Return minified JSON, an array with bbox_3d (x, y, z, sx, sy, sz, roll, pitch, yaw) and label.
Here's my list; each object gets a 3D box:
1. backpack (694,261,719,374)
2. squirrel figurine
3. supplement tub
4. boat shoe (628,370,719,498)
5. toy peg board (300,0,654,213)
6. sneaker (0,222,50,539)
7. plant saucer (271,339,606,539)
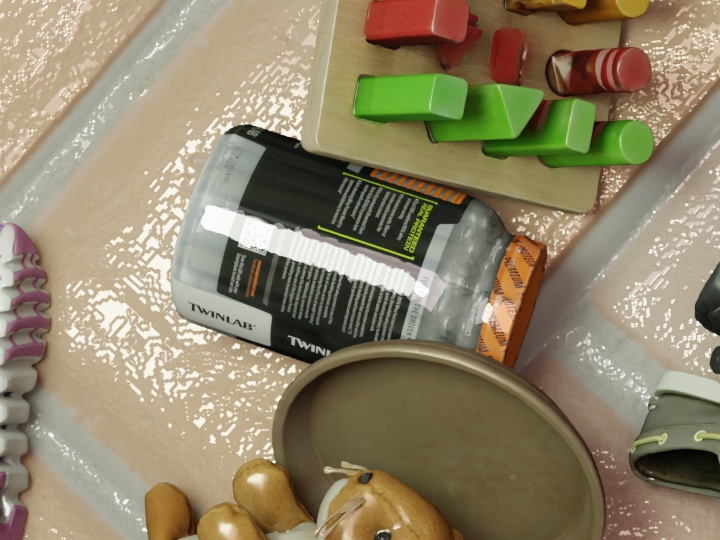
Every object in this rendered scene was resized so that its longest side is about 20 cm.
[{"bbox_3d":[0.310,0.021,1.636,0.200,0.126,0.167,35,106,13],"label":"backpack"},{"bbox_3d":[-0.024,0.202,1.655,0.186,0.142,0.201,-18,101,15],"label":"squirrel figurine"},{"bbox_3d":[0.000,0.000,1.681,0.199,0.123,0.123,19,87,10],"label":"supplement tub"},{"bbox_3d":[0.226,0.106,1.617,0.072,0.201,0.060,40,75,-31],"label":"boat shoe"},{"bbox_3d":[0.088,-0.147,1.644,0.199,0.098,0.201,12,85,-33],"label":"toy peg board"},{"bbox_3d":[-0.240,0.069,1.732,0.088,0.080,0.201,7,86,16],"label":"sneaker"},{"bbox_3d":[0.046,0.111,1.654,0.199,0.201,0.030,19,45,9],"label":"plant saucer"}]
